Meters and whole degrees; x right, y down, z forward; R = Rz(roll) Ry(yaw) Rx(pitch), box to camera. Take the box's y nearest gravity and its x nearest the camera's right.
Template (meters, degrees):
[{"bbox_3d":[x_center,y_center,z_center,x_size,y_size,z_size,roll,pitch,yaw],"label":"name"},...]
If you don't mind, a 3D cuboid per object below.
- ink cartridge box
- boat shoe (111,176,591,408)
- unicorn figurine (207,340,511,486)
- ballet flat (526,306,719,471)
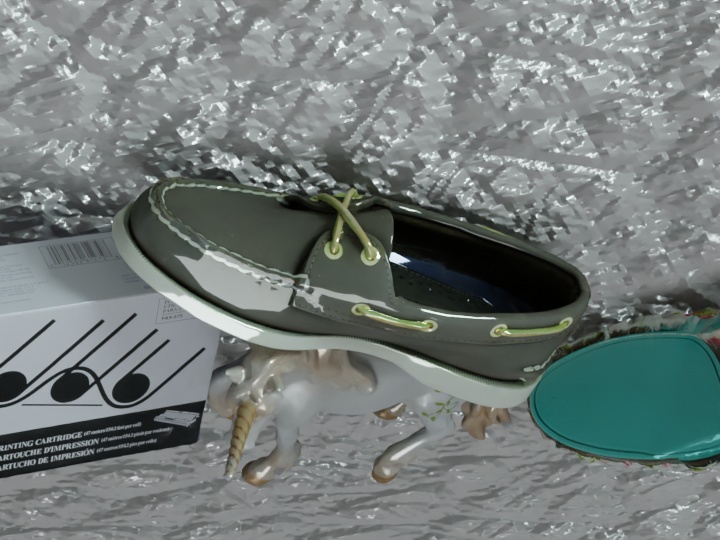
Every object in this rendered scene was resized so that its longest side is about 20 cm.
[{"bbox_3d":[-0.156,0.040,0.876,0.200,0.044,0.094,-8,133,-26],"label":"ink cartridge box"},{"bbox_3d":[0.000,-0.002,0.878,0.201,0.072,0.060,18,130,-26],"label":"boat shoe"},{"bbox_3d":[-0.011,0.051,0.952,0.200,0.074,0.137,-21,161,-30],"label":"unicorn figurine"},{"bbox_3d":[0.175,0.045,0.974,0.200,0.076,0.064,-12,-179,24],"label":"ballet flat"}]
